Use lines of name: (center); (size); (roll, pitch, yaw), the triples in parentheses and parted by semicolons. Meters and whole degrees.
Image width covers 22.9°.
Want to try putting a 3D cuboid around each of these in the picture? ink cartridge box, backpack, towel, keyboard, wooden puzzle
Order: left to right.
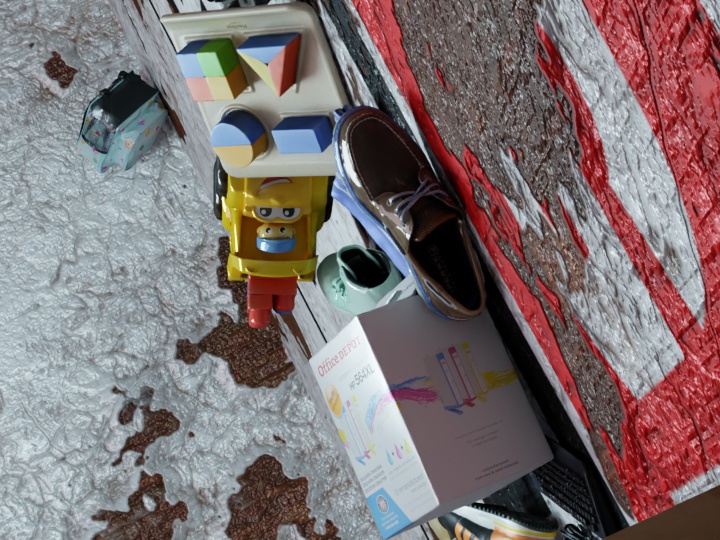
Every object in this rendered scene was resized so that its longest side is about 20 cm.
backpack: (-0.512, -0.302, 3.767); (0.153, 0.176, 0.200); (41, 140, -5)
wooden puzzle: (-0.096, -0.165, 1.733); (0.184, 0.046, 0.201); (1, 129, 36)
towel: (0.022, -0.062, 1.648); (0.145, 0.024, 0.200); (50, 168, 14)
ink cartridge box: (0.053, 0.108, 1.549); (0.201, 0.124, 0.129); (65, 151, 12)
keyboard: (0.183, 0.202, 1.543); (0.128, 0.020, 0.200); (65, 173, -10)

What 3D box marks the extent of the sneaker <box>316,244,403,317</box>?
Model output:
sneaker: (0.000, 0.000, 1.880); (0.200, 0.074, 0.119); (38, 161, 51)

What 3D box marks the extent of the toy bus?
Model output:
toy bus: (-0.096, -0.038, 1.934); (0.200, 0.134, 0.194); (120, 152, -79)

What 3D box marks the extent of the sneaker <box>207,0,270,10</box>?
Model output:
sneaker: (-0.138, -0.317, 1.768); (0.200, 0.078, 0.091); (108, 137, -80)

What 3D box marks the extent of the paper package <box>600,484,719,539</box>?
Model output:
paper package: (0.184, 0.176, 0.814); (0.200, 0.189, 0.104); (-168, 56, -79)

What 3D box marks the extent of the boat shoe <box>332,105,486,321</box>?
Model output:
boat shoe: (0.050, -0.049, 1.459); (0.201, 0.072, 0.072); (55, 169, -13)

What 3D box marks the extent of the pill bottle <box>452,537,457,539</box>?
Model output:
pill bottle: (0.148, 0.340, 1.881); (0.114, 0.112, 0.200); (64, 173, -2)

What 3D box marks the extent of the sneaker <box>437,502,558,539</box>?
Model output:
sneaker: (0.125, 0.279, 1.763); (0.200, 0.069, 0.091); (179, 101, -67)

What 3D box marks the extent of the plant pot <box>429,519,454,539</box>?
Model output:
plant pot: (0.088, 0.287, 2.421); (0.201, 0.027, 0.200); (61, 172, 15)
